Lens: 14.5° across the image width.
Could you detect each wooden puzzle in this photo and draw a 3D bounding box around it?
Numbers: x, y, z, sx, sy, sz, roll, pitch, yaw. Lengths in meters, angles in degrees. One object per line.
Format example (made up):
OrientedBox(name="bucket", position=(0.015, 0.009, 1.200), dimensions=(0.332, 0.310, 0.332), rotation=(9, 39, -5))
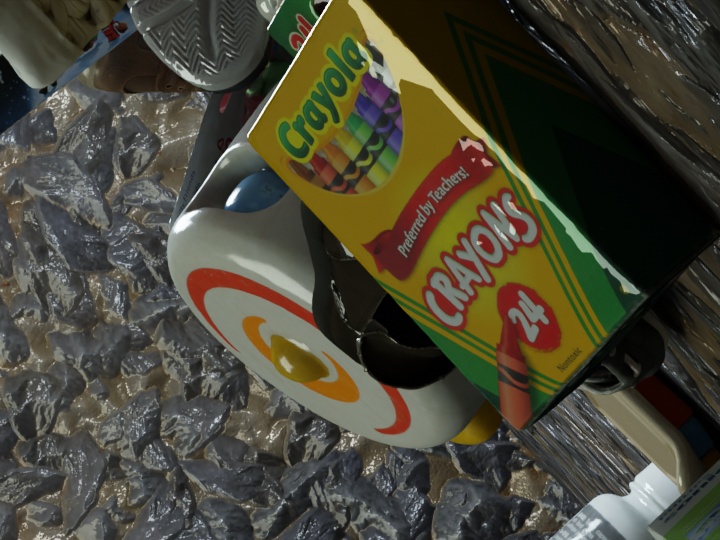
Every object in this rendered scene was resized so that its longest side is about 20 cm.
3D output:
OrientedBox(name="wooden puzzle", position=(0.168, 0.084, 1.680), dimensions=(0.200, 0.037, 0.185), rotation=(51, 180, 35))

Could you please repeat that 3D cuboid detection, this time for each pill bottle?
OrientedBox(name="pill bottle", position=(0.167, 0.226, 1.936), dimensions=(0.113, 0.200, 0.113), rotation=(47, 178, 2))

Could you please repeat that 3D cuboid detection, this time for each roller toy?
OrientedBox(name="roller toy", position=(0.000, 0.000, 1.454), dimensions=(0.182, 0.140, 0.200), rotation=(29, 160, 17))

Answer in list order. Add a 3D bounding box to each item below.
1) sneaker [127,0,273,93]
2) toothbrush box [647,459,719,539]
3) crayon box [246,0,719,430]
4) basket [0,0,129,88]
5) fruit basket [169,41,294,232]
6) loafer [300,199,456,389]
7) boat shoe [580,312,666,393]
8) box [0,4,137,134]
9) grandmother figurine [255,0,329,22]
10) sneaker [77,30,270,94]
OrientedBox(name="sneaker", position=(-0.074, -0.163, 1.400), dimensions=(0.112, 0.078, 0.200), rotation=(38, -152, -61))
OrientedBox(name="toothbrush box", position=(0.216, 0.148, 1.219), dimensions=(0.146, 0.086, 0.200), rotation=(47, 177, -3))
OrientedBox(name="crayon box", position=(0.033, -0.045, 1.115), dimensions=(0.200, 0.051, 0.127), rotation=(47, 147, 8))
OrientedBox(name="basket", position=(-0.162, -0.217, 1.127), dimensions=(0.200, 0.161, 0.198), rotation=(46, 177, 38))
OrientedBox(name="fruit basket", position=(-0.036, -0.059, 1.590), dimensions=(0.094, 0.185, 0.200), rotation=(9, 157, 20))
OrientedBox(name="loafer", position=(0.020, 0.014, 1.267), dimensions=(0.071, 0.073, 0.200), rotation=(53, 176, 24))
OrientedBox(name="boat shoe", position=(0.100, 0.028, 1.331), dimensions=(0.067, 0.057, 0.200), rotation=(25, 170, 18))
OrientedBox(name="box", position=(-0.160, -0.156, 1.559), dimensions=(0.038, 0.200, 0.137), rotation=(55, 174, -28))
OrientedBox(name="grandmother figurine", position=(0.011, -0.099, 1.243), dimensions=(0.200, 0.061, 0.121), rotation=(39, 163, 55))
OrientedBox(name="sneaker", position=(-0.087, -0.136, 1.641), dimensions=(0.075, 0.071, 0.200), rotation=(25, -156, 19))
